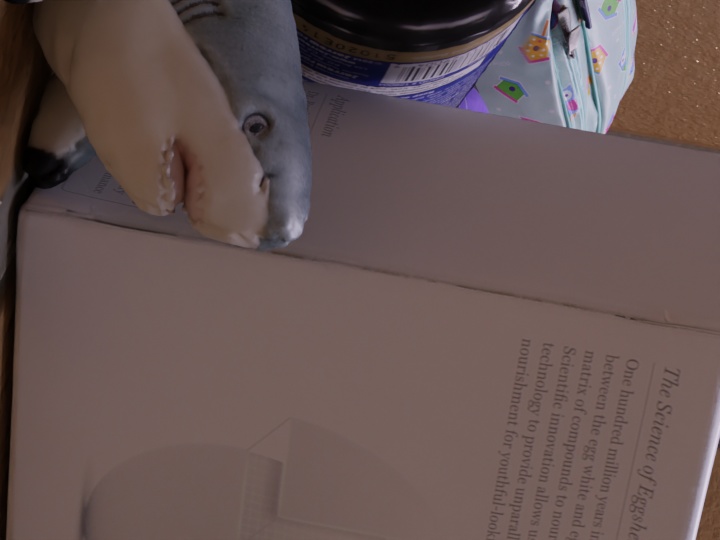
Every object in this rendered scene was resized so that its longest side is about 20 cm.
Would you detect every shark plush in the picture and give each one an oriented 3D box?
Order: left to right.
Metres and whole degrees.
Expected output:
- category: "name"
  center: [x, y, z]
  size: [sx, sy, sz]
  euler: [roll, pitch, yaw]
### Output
- category: "shark plush"
  center: [-0.036, -0.092, 0.569]
  size: [0.091, 0.082, 0.201]
  euler: [95, 7, -46]

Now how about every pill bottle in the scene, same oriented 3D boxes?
- category: "pill bottle"
  center: [0.000, -0.103, 0.707]
  size: [0.200, 0.111, 0.113]
  euler: [128, -25, -75]

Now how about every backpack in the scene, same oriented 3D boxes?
- category: "backpack"
  center: [0.072, -0.141, 1.105]
  size: [0.127, 0.166, 0.201]
  euler: [-52, 142, -32]

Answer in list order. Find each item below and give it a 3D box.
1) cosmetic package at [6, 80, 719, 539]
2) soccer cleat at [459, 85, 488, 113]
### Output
- category: "cosmetic package"
  center: [0.002, 0.059, 0.644]
  size: [0.123, 0.198, 0.201]
  euler: [-70, 170, -61]
- category: "soccer cleat"
  center: [0.000, 0.000, 0.801]
  size: [0.200, 0.073, 0.069]
  euler: [-44, 146, -31]
